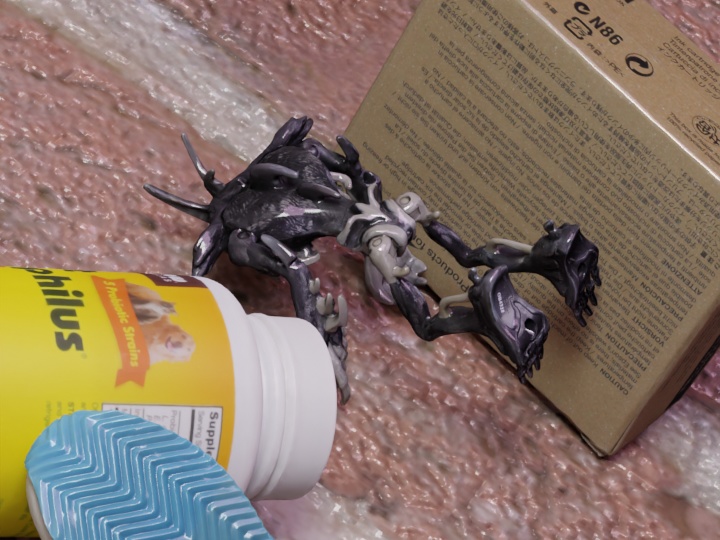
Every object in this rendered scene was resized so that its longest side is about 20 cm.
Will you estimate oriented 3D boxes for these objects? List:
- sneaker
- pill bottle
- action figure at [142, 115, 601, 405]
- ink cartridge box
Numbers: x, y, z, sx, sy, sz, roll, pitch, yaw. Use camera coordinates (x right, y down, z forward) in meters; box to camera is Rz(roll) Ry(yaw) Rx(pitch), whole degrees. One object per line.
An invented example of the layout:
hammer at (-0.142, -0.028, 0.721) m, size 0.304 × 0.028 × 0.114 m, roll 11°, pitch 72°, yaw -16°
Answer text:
sneaker at (-0.056, 0.132, 1.136) m, size 0.200 × 0.081 × 0.077 m, roll 43°, pitch 70°, yaw -13°
pill bottle at (-0.115, 0.054, 1.184) m, size 0.200 × 0.109 × 0.109 m, roll 3°, pitch 48°, yaw -28°
action figure at (0.000, 0.000, 1.316) m, size 0.200 × 0.102 × 0.119 m, roll 16°, pitch 45°, yaw 24°
ink cartridge box at (0.099, -0.042, 1.358) m, size 0.200 × 0.165 × 0.075 m, roll 44°, pitch 41°, yaw 14°
